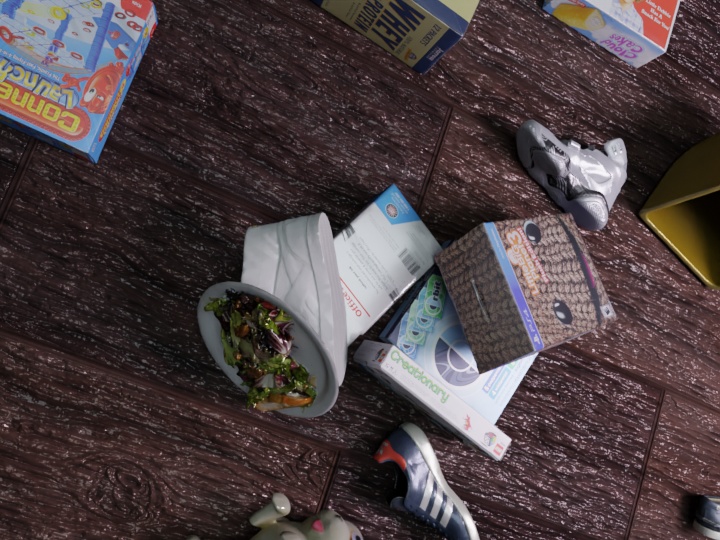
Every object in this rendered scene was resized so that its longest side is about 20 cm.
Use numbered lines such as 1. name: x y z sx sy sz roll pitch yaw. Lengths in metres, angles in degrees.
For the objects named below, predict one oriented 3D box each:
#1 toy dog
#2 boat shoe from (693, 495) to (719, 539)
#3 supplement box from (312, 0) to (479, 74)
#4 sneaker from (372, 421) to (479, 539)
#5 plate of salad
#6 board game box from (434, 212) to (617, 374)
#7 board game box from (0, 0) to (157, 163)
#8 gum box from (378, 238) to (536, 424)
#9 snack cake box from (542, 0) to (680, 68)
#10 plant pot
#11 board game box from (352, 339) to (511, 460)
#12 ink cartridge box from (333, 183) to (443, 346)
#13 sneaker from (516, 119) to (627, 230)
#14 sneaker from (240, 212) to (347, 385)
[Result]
1. toy dog: -0.083 0.368 0.719 0.195 0.139 0.200 -22 106 -16
2. boat shoe: 0.620 0.387 0.962 0.193 0.075 0.064 6 96 -7
3. supplement box: 0.069 -0.421 0.808 0.196 0.134 0.205 28 79 -13
4. sneaker: 0.084 0.310 0.805 0.083 0.075 0.203 -29 86 -17
5. plate of salad: -0.114 0.102 0.697 0.201 0.199 0.048 48 46 -8
6. board game box: 0.218 0.023 0.793 0.196 0.096 0.164 -10 73 -39
7. board game box: -0.369 -0.263 0.708 0.195 0.056 0.201 22 80 -14
8. gum box: 0.149 0.090 0.849 0.199 0.044 0.171 41 76 -12
9. snack cake box: 0.392 -0.423 0.940 0.195 0.067 0.118 24 79 -14
10. plant pot: 0.593 -0.122 0.928 0.193 0.195 0.202 40 68 -10
11. board game box: 0.088 0.164 0.784 0.198 0.126 0.035 39 78 -11
12. ink cartridge box: 0.000 0.000 0.797 0.199 0.068 0.117 -42 97 -14
13. sneaker: 0.320 -0.168 0.902 0.200 0.075 0.116 45 75 -15
14. sneaker: -0.080 0.040 0.712 0.112 0.074 0.207 -5 104 12
